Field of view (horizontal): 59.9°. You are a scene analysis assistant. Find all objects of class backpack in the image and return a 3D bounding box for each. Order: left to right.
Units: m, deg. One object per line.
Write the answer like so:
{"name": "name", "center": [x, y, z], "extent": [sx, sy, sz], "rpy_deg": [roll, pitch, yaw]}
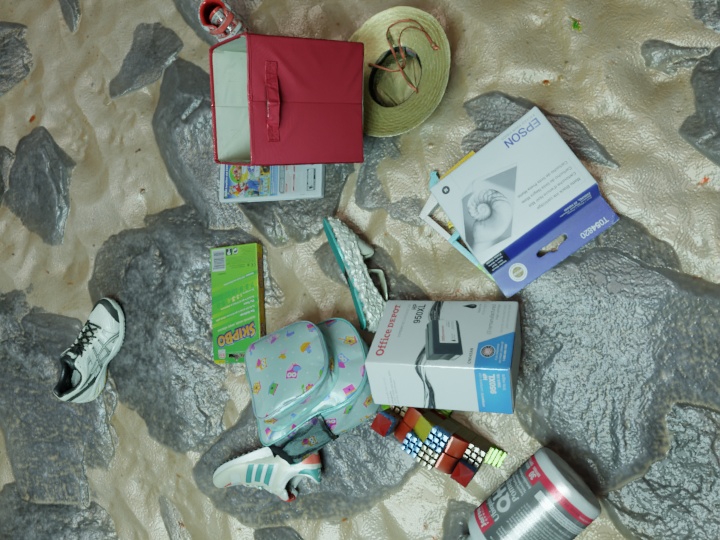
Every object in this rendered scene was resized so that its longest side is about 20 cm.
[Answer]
{"name": "backpack", "center": [-0.070, 0.164, 0.941], "extent": [0.198, 0.154, 0.177], "rpy_deg": [-24, 45, 1]}

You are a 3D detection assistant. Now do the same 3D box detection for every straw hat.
{"name": "straw hat", "center": [0.060, -0.298, 0.984], "extent": [0.199, 0.085, 0.204], "rpy_deg": [-1, 86, 19]}

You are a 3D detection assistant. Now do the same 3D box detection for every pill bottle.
{"name": "pill bottle", "center": [0.218, 0.349, 0.852], "extent": [0.200, 0.111, 0.111], "rpy_deg": [-47, 72, 9]}

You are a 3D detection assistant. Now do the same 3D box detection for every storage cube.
{"name": "storage cube", "center": [-0.111, -0.245, 0.922], "extent": [0.199, 0.178, 0.173], "rpy_deg": [20, 113, 60]}

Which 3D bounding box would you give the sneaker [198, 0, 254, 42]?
{"name": "sneaker", "center": [-0.203, -0.384, 1.075], "extent": [0.067, 0.108, 0.202], "rpy_deg": [-41, 73, 12]}

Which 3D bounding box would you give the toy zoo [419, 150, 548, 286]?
{"name": "toy zoo", "center": [0.181, -0.089, 0.954], "extent": [0.200, 0.020, 0.132], "rpy_deg": [44, 100, 18]}

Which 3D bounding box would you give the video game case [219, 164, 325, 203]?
{"name": "video game case", "center": [-0.155, -0.194, 1.088], "extent": [0.198, 0.018, 0.145], "rpy_deg": [-1, 85, 20]}

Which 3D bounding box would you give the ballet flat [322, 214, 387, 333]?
{"name": "ballet flat", "center": [0.000, 0.000, 0.998], "extent": [0.071, 0.072, 0.202], "rpy_deg": [-24, 80, 16]}

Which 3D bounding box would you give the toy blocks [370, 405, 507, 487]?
{"name": "toy blocks", "center": [0.103, 0.238, 0.891], "extent": [0.199, 0.137, 0.101], "rpy_deg": [31, 95, 19]}

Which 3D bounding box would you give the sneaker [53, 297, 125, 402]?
{"name": "sneaker", "center": [-0.498, 0.148, 1.145], "extent": [0.075, 0.088, 0.202], "rpy_deg": [14, 89, 22]}

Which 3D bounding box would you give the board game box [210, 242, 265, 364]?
{"name": "board game box", "center": [-0.212, 0.058, 1.081], "extent": [0.094, 0.030, 0.203], "rpy_deg": [-6, 80, 20]}

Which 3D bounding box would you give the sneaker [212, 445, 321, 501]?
{"name": "sneaker", "center": [-0.150, 0.334, 1.008], "extent": [0.198, 0.070, 0.094], "rpy_deg": [-25, 71, 13]}

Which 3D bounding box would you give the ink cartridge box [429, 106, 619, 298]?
{"name": "ink cartridge box", "center": [0.232, -0.097, 0.904], "extent": [0.199, 0.041, 0.201], "rpy_deg": [-37, 74, 13]}

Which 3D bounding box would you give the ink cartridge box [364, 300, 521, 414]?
{"name": "ink cartridge box", "center": [0.121, 0.117, 0.884], "extent": [0.198, 0.145, 0.085], "rpy_deg": [-1, 124, 20]}
